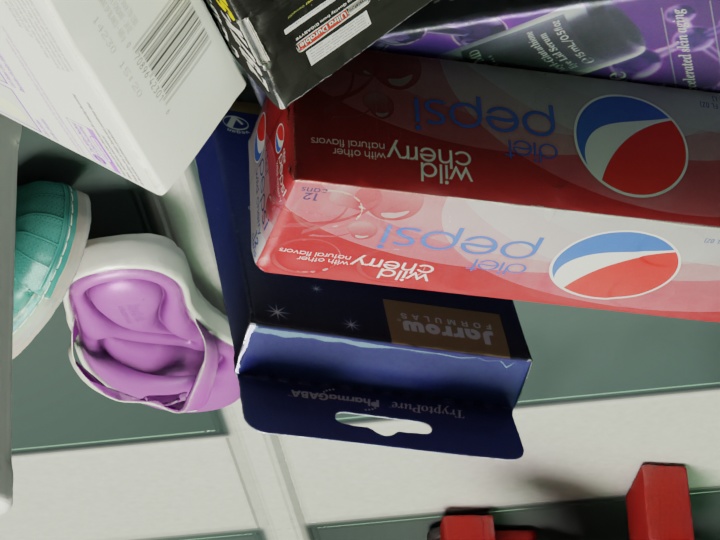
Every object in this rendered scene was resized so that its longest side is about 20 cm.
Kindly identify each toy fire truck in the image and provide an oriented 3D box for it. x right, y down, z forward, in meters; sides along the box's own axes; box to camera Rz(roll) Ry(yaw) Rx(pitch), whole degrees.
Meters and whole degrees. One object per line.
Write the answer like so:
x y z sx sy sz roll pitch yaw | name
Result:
0.106 0.175 1.679 0.140 0.049 0.200 0 149 -7 | toy fire truck

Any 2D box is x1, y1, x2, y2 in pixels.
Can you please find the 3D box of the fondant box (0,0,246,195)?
-0.150 -0.120 1.064 0.199 0.058 0.144 26 160 28 | fondant box

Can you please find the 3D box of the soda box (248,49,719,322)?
0.061 -0.031 1.121 0.199 0.064 0.070 5 148 -14 | soda box

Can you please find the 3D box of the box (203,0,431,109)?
0.019 -0.167 1.020 0.200 0.049 0.160 -37 148 -5 | box

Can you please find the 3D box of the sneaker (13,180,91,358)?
-0.208 0.011 1.366 0.080 0.072 0.200 29 133 -36 | sneaker

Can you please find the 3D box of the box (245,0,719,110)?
0.060 -0.100 1.171 0.199 0.105 0.148 -9 149 10 | box

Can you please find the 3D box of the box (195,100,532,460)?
0.000 0.000 1.244 0.120 0.200 0.033 8 126 -17 | box

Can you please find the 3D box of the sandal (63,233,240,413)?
-0.102 0.040 1.425 0.082 0.050 0.203 -8 156 10 | sandal

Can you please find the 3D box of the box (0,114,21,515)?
-0.250 -0.002 1.216 0.130 0.200 0.200 -23 143 32 | box
